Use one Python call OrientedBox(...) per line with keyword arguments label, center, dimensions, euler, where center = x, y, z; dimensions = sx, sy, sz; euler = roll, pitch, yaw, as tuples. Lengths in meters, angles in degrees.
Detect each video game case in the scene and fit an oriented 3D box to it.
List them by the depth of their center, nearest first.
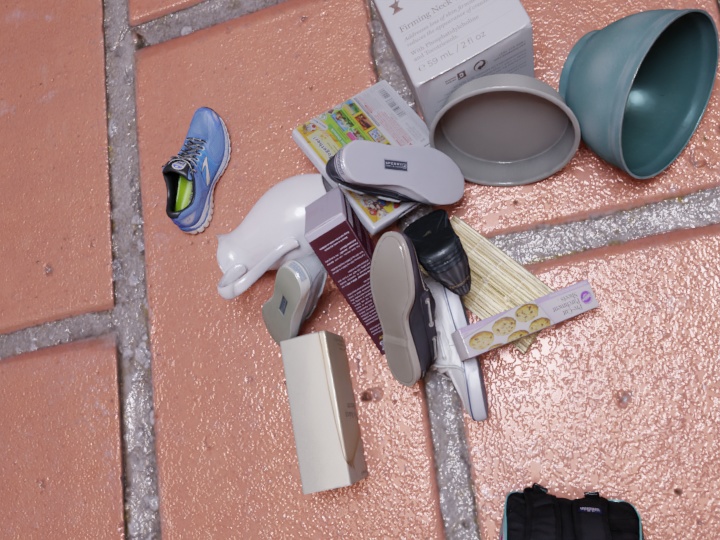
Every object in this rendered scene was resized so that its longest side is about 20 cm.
OrientedBox(label="video game case", center=(0.027, -0.172, 0.939), dimensions=(0.180, 0.023, 0.201), euler=(-33, 72, -21))

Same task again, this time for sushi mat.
OrientedBox(label="sushi mat", center=(0.180, 0.016, 0.906), dimensions=(0.199, 0.012, 0.096), euler=(40, 94, 19))

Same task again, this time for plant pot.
OrientedBox(label="plant pot", center=(0.343, -0.237, 0.829), dimensions=(0.134, 0.199, 0.202), euler=(35, 90, 45))

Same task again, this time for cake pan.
OrientedBox(label="cake pan", center=(0.190, -0.184, 0.852), dimensions=(0.195, 0.201, 0.038), euler=(2, 62, 16))

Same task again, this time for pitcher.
OrientedBox(label="pitcher", center=(-0.119, -0.043, 0.926), dimensions=(0.197, 0.122, 0.173), euler=(-29, 29, 11))

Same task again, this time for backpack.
OrientedBox(label="backpack", center=(0.239, 0.359, 0.730), dimensions=(0.171, 0.200, 0.158), euler=(5, 97, 14))

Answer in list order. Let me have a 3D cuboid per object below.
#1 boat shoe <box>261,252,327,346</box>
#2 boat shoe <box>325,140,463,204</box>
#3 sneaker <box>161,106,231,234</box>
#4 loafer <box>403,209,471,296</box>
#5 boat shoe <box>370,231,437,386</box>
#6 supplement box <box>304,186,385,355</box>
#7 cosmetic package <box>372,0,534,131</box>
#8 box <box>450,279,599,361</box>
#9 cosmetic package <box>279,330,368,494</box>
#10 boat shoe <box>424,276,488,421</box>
OrientedBox(label="boat shoe", center=(-0.087, 0.043, 0.908), dimensions=(0.071, 0.202, 0.071), euler=(-29, 72, -31))
OrientedBox(label="boat shoe", center=(0.047, -0.125, 0.859), dimensions=(0.195, 0.067, 0.074), euler=(3, 83, -29))
OrientedBox(label="sneaker", center=(-0.265, -0.166, 1.024), dimensions=(0.076, 0.089, 0.206), euler=(6, 81, 15))
OrientedBox(label="loafer", center=(0.103, -0.026, 0.859), dimensions=(0.072, 0.201, 0.073), euler=(-28, 108, 11))
OrientedBox(label="boat shoe", center=(0.060, 0.042, 0.801), dimensions=(0.072, 0.062, 0.205), euler=(15, 120, 46))
OrientedBox(label="supplement box", center=(0.000, 0.000, 0.858), dimensions=(0.060, 0.109, 0.202), euler=(-29, 113, 9))
OrientedBox(label="cosmetic package", center=(0.127, -0.327, 0.894), dimensions=(0.164, 0.166, 0.204), euler=(-26, 67, 9))
OrientedBox(label="box", center=(0.213, 0.064, 0.833), dimensions=(0.195, 0.039, 0.042), euler=(-19, 79, -13))
OrientedBox(label="cosmetic package", center=(-0.050, 0.194, 0.892), dimensions=(0.071, 0.103, 0.205), euler=(-14, 77, 11))
OrientedBox(label="boat shoe", center=(0.113, 0.108, 0.873), dimensions=(0.084, 0.074, 0.207), euler=(-17, 81, 14))
